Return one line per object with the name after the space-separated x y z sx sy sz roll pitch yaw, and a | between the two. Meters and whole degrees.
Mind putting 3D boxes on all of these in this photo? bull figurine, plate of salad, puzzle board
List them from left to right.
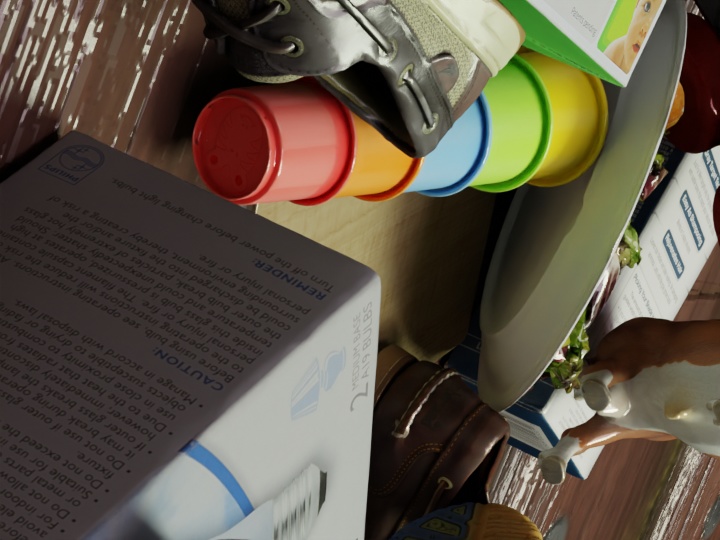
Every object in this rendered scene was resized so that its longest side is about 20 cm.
0.000 0.000 0.914 0.200 0.017 0.151 -32 140 -49 | puzzle board
0.103 -0.026 0.964 0.200 0.048 0.200 -157 -90 -82 | plate of salad
0.172 0.055 0.961 0.121 0.200 0.065 -24 105 -46 | bull figurine

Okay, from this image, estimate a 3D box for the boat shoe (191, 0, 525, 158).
-0.018 -0.089 0.694 0.200 0.073 0.065 26 86 -47 | boat shoe

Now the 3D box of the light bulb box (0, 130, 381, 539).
-0.102 0.101 0.675 0.200 0.125 0.199 -43 147 -41 | light bulb box

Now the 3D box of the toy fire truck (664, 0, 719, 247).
0.214 -0.086 0.975 0.112 0.200 0.168 -22 166 -16 | toy fire truck

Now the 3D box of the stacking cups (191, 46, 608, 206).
0.018 -0.057 0.824 0.200 0.060 0.061 -7 119 -53 | stacking cups

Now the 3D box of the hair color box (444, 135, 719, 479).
0.124 -0.007 1.097 0.200 0.060 0.100 -59 153 -13 | hair color box

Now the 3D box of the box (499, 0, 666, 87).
0.064 -0.184 0.782 0.177 0.097 0.200 -63 154 0 | box

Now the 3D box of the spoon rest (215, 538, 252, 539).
-0.033 0.128 0.638 0.099 0.061 0.200 -51 164 -27 | spoon rest

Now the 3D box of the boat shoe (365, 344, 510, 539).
0.026 0.116 0.988 0.070 0.070 0.200 -53 161 -31 | boat shoe

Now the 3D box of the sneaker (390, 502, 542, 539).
0.033 0.181 0.868 0.200 0.075 0.088 -72 157 -48 | sneaker
